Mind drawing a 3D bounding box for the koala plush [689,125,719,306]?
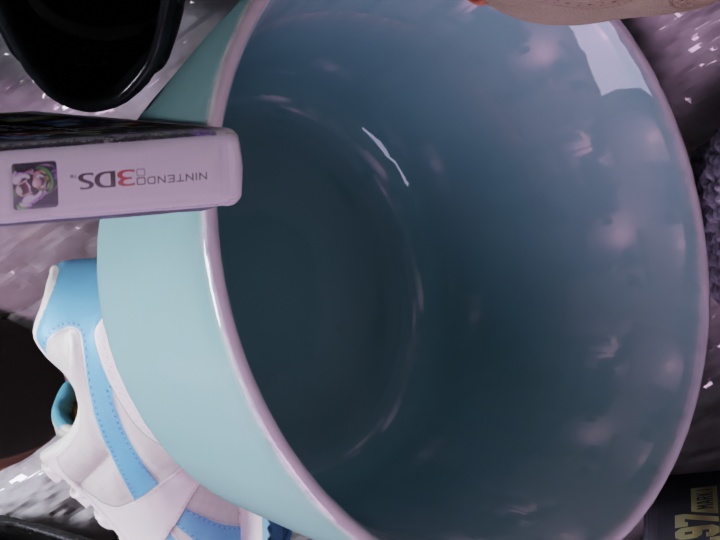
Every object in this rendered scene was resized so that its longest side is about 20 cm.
[{"bbox_3d":[0.190,0.030,0.863,0.184,0.200,0.177,-13,141,16],"label":"koala plush"}]

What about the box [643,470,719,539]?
[{"bbox_3d":[0.177,0.119,0.990,0.157,0.200,0.051,-6,105,7],"label":"box"}]

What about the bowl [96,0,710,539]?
[{"bbox_3d":[0.000,0.000,0.856,0.201,0.201,0.105,31,151,-34],"label":"bowl"}]

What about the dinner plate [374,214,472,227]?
[{"bbox_3d":[0.019,0.037,1.016,0.200,0.024,0.200,0,141,0],"label":"dinner plate"}]

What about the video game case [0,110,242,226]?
[{"bbox_3d":[-0.149,-0.025,0.775,0.182,0.023,0.200,-5,-174,-21],"label":"video game case"}]

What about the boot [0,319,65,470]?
[{"bbox_3d":[-0.204,0.060,0.980,0.200,0.074,0.075,-1,159,-33],"label":"boot"}]

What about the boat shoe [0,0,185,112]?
[{"bbox_3d":[-0.079,-0.122,0.783,0.074,0.062,0.200,0,141,2],"label":"boat shoe"}]

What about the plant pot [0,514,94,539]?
[{"bbox_3d":[-0.092,0.238,1.061,0.199,0.200,0.178,14,129,15],"label":"plant pot"}]

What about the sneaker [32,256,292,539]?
[{"bbox_3d":[-0.063,0.064,0.983,0.081,0.077,0.200,9,139,10],"label":"sneaker"}]

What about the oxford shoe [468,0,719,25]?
[{"bbox_3d":[0.034,-0.095,0.789,0.200,0.071,0.074,3,148,-23],"label":"oxford shoe"}]
